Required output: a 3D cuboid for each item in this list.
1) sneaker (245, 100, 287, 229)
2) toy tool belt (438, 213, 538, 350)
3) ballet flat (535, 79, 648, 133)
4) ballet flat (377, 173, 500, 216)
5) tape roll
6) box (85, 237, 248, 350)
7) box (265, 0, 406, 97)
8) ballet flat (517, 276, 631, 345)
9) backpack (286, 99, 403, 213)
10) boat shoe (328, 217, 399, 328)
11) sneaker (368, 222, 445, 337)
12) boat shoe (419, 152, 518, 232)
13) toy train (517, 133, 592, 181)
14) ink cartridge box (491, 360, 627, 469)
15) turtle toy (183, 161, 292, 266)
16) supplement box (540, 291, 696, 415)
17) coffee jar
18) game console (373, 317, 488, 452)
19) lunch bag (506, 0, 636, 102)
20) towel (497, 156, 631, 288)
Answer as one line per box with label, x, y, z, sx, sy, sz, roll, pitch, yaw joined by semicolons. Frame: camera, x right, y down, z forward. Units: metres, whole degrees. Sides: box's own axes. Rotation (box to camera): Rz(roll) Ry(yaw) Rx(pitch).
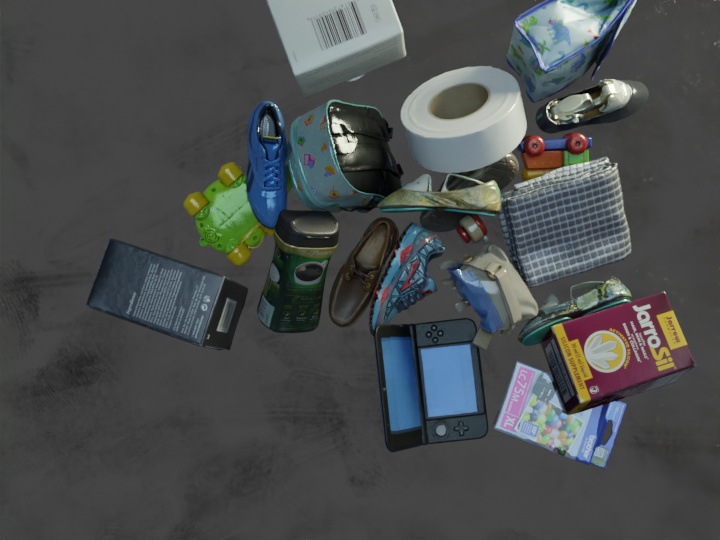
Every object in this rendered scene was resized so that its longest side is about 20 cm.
sneaker;-0.149;-0.169;1.508;0.065;0.078;0.203;-3;88;-13
toy tool belt;0.189;0.020;1.533;0.122;0.125;0.201;-35;96;-1
ballet flat;0.391;-0.280;1.580;0.197;0.073;0.074;-16;83;2
ballet flat;0.125;-0.122;1.504;0.197;0.071;0.072;3;84;13
tape roll;0.168;-0.248;1.535;0.200;0.071;0.204;-13;40;11
box;-0.306;0.043;1.532;0.197;0.197;0.119;17;85;6
box;-0.047;-0.433;1.596;0.197;0.131;0.202;-21;83;2
ballet flat;0.346;0.063;1.559;0.198;0.074;0.075;-19;83;0
backpack;-0.036;-0.181;1.535;0.152;0.199;0.178;-15;83;23
boat shoe;0.001;0.000;1.580;0.071;0.068;0.202;27;87;6
sneaker;0.080;0.025;1.567;0.095;0.079;0.202;24;87;4
boat shoe;0.178;-0.140;1.568;0.199;0.074;0.074;-37;40;26
toy train;0.285;-0.167;1.577;0.197;0.085;0.118;-3;97;4
ink cartridge box;0.329;0.239;1.548;0.198;0.042;0.121;20;86;4
turtle toy;-0.194;-0.110;1.587;0.200;0.101;0.146;-41;97;-3
supplement box;0.405;0.133;1.498;0.197;0.103;0.132;-17;71;-7
coffee jar;-0.101;-0.002;1.530;0.103;0.085;0.202;0;120;-29
game console;0.116;0.182;1.529;0.168;0.118;0.203;-7;84;4
lunch bag;0.352;-0.381;1.543;0.199;0.170;0.128;-31;83;-2
towel;0.329;-0.075;1.521;0.197;0.086;0.167;-18;115;1
